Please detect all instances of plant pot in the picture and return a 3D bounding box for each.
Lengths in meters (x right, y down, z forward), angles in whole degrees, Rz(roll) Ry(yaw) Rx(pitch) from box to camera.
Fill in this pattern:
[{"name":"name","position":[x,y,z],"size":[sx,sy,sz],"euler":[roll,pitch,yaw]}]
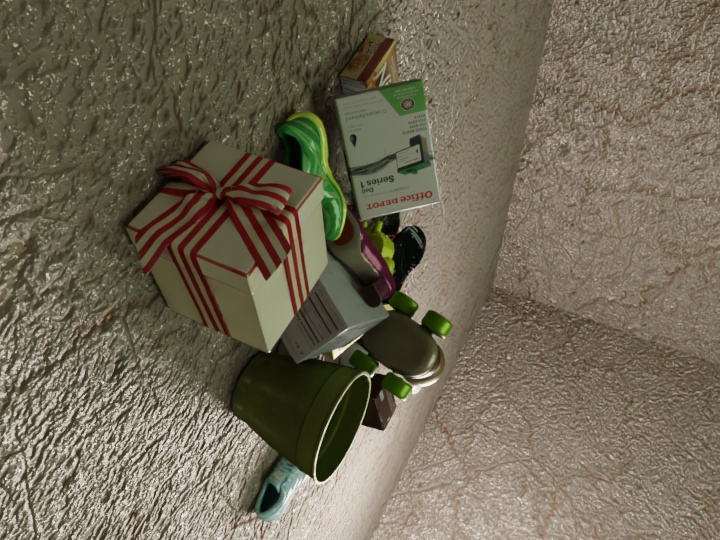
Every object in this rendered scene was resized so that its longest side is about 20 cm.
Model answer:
[{"name":"plant pot","position":[-0.111,0.234,1.018],"size":[0.201,0.192,0.201],"euler":[-53,155,-38]}]

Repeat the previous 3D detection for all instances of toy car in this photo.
[{"name":"toy car","position":[0.102,0.166,1.130],"size":[0.165,0.157,0.200],"euler":[-55,146,-8]}]

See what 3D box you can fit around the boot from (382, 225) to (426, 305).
[{"name":"boot","position":[0.030,-0.007,1.217],"size":[0.076,0.168,0.201],"euler":[47,59,-28]}]

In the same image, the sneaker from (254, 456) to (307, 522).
[{"name":"sneaker","position":[-0.163,0.449,1.266],"size":[0.082,0.073,0.201],"euler":[69,44,-66]}]

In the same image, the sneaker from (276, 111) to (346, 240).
[{"name":"sneaker","position":[-0.082,-0.137,0.894],"size":[0.083,0.074,0.201],"euler":[-30,113,-36]}]

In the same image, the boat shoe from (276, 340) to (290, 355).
[{"name":"boat shoe","position":[-0.091,0.097,1.126],"size":[0.201,0.069,0.074],"euler":[-68,160,-6]}]

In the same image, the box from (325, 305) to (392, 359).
[{"name":"box","position":[-0.014,0.102,1.257],"size":[0.200,0.075,0.050],"euler":[-36,143,-30]}]

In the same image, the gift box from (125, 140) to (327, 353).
[{"name":"gift box","position":[-0.147,-0.024,0.692],"size":[0.187,0.183,0.201],"euler":[88,23,-51]}]

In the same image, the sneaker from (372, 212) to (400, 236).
[{"name":"sneaker","position":[0.055,-0.178,1.200],"size":[0.085,0.072,0.201],"euler":[-120,-141,-61]}]

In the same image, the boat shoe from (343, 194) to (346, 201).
[{"name":"boat shoe","position":[-0.067,-0.092,1.018],"size":[0.200,0.061,0.073],"euler":[-38,143,-57]}]

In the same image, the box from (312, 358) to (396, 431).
[{"name":"box","position":[-0.033,0.254,1.214],"size":[0.075,0.199,0.101],"euler":[-53,141,-40]}]

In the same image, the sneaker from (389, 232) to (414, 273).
[{"name":"sneaker","position":[0.070,-0.053,1.320],"size":[0.200,0.078,0.096],"euler":[-127,-143,-64]}]

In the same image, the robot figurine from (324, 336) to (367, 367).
[{"name":"robot figurine","position":[0.001,0.170,1.355],"size":[0.125,0.150,0.200],"euler":[-32,-166,46]}]

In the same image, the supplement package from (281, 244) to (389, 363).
[{"name":"supplement package","position":[-0.063,0.049,0.983],"size":[0.111,0.156,0.200],"euler":[-36,169,17]}]

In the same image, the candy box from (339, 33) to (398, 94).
[{"name":"candy box","position":[0.025,-0.308,1.067],"size":[0.116,0.055,0.200],"euler":[-60,158,-25]}]

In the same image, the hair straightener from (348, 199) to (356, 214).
[{"name":"hair straightener","position":[-0.004,-0.138,1.118],"size":[0.200,0.041,0.077],"euler":[-43,149,-76]}]

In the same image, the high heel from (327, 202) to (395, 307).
[{"name":"high heel","position":[0.000,-0.039,0.998],"size":[0.201,0.067,0.096],"euler":[69,25,-11]}]

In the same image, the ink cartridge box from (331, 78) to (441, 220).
[{"name":"ink cartridge box","position":[0.045,-0.198,0.962],"size":[0.084,0.145,0.201],"euler":[-107,-176,-70]}]

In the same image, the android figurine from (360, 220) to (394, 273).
[{"name":"android figurine","position":[0.000,0.000,1.130],"size":[0.041,0.181,0.201],"euler":[19,84,-39]}]
